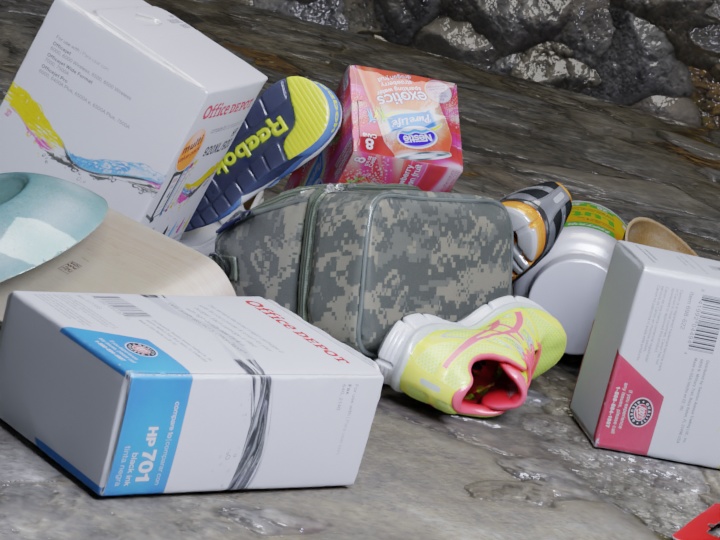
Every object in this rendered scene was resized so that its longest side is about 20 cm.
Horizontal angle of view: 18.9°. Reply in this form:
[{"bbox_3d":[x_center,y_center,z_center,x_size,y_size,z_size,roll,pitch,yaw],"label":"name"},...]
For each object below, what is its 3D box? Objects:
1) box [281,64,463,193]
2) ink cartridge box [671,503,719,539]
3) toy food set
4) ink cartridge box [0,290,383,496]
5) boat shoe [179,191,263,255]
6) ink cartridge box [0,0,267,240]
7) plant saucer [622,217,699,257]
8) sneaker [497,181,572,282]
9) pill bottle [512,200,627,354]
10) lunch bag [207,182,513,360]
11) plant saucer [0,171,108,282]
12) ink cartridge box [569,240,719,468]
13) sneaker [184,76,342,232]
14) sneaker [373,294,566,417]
[{"bbox_3d":[0.006,-0.074,1.845,0.099,0.200,0.096,9,55,-17],"label":"box"},{"bbox_3d":[0.321,0.174,1.439,0.199,0.067,0.116,19,14,22],"label":"ink cartridge box"},{"bbox_3d":[-0.199,0.023,1.512,0.143,0.061,0.200,-30,37,-33],"label":"toy food set"},{"bbox_3d":[-0.110,0.074,1.366,0.200,0.086,0.146,4,17,-41],"label":"ink cartridge box"},{"bbox_3d":[-0.129,-0.040,1.850,0.071,0.070,0.200,17,17,16],"label":"boat shoe"},{"bbox_3d":[-0.195,-0.098,1.680,0.144,0.200,0.147,32,16,9],"label":"ink cartridge box"},{"bbox_3d":[0.269,0.049,1.789,0.200,0.035,0.201,40,29,-28],"label":"plant saucer"},{"bbox_3d":[0.111,-0.014,1.821,0.077,0.078,0.200,-38,3,-35],"label":"sneaker"},{"bbox_3d":[0.189,0.010,1.887,0.111,0.111,0.200,14,13,3],"label":"pill bottle"},{"bbox_3d":[0.000,0.000,1.707,0.167,0.140,0.200,3,2,42],"label":"lunch bag"},{"bbox_3d":[-0.279,-0.030,1.526,0.200,0.039,0.201,-16,20,6],"label":"plant saucer"},{"bbox_3d":[0.278,0.072,1.650,0.199,0.146,0.083,12,12,-12],"label":"ink cartridge box"},{"bbox_3d":[-0.096,-0.092,1.771,0.200,0.074,0.082,-27,-1,22],"label":"sneaker"},{"bbox_3d":[0.100,0.076,1.631,0.090,0.078,0.200,33,27,34],"label":"sneaker"}]
